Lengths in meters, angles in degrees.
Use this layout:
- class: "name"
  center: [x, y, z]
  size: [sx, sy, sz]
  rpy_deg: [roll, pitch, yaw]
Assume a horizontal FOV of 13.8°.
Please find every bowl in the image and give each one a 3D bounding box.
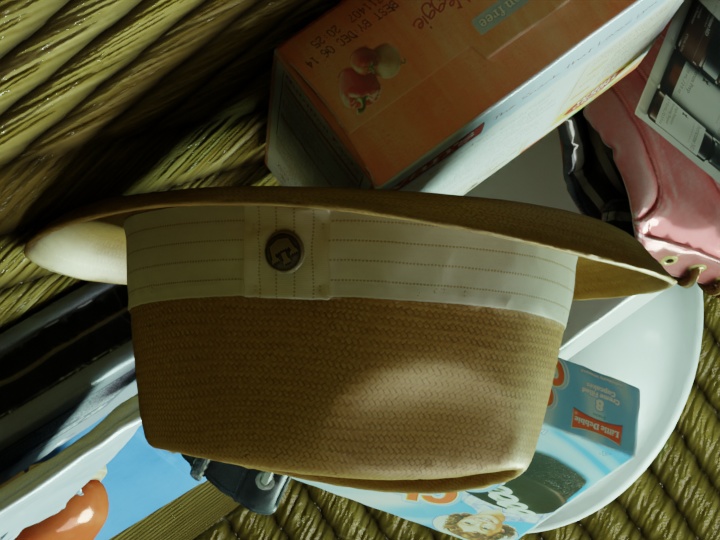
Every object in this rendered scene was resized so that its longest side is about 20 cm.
- class: "bowl"
  center: [0.057, 0.021, 1.430]
  size: [0.201, 0.201, 0.090]
  rpy_deg: [-38, 148, 25]

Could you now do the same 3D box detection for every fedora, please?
- class: "fedora"
  center: [-0.005, 0.025, 0.911]
  size: [0.200, 0.082, 0.201]
  rpy_deg: [3, 173, 0]

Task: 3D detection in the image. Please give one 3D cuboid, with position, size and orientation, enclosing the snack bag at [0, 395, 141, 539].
- class: "snack bag"
  center: [-0.170, 0.111, 1.090]
  size: [0.200, 0.021, 0.189]
  rpy_deg: [-33, 176, -23]

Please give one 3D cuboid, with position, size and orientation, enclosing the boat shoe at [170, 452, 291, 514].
- class: "boat shoe"
  center: [0.000, 0.000, 1.125]
  size: [0.200, 0.060, 0.076]
  rpy_deg: [-54, 176, 9]

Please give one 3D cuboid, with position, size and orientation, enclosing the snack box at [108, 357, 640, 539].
- class: "snack box"
  center: [0.002, 0.053, 1.240]
  size: [0.116, 0.200, 0.037]
  rpy_deg: [-43, -148, 53]

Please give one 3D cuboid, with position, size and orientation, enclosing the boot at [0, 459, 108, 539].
- class: "boot"
  center: [-0.155, 0.162, 1.363]
  size: [0.075, 0.107, 0.200]
  rpy_deg: [-9, 150, -38]

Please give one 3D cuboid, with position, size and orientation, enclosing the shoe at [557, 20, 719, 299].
- class: "shoe"
  center: [0.143, -0.016, 1.220]
  size: [0.091, 0.200, 0.071]
  rpy_deg: [-30, -150, -15]

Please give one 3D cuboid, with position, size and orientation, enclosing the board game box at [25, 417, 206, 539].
- class: "board game box"
  center: [-0.106, 0.070, 1.424]
  size: [0.200, 0.039, 0.158]
  rpy_deg: [-32, 159, 2]

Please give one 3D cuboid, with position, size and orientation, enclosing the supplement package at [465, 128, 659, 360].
- class: "supplement package"
  center: [0.105, -0.044, 1.323]
  size: [0.200, 0.121, 0.120]
  rpy_deg: [-35, 175, -18]

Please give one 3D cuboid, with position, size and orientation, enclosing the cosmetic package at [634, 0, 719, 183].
- class: "cosmetic package"
  center: [0.159, -0.105, 0.968]
  size: [0.051, 0.083, 0.200]
  rpy_deg: [-33, 154, -38]

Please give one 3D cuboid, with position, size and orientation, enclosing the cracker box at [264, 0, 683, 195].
- class: "cracker box"
  center: [0.037, -0.070, 0.979]
  size: [0.134, 0.058, 0.200]
  rpy_deg: [-36, 176, -7]

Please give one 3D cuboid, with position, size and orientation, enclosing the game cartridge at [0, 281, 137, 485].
- class: "game cartridge"
  center: [-0.143, 0.060, 1.105]
  size: [0.200, 0.041, 0.133]
  rpy_deg: [-32, 170, -38]
